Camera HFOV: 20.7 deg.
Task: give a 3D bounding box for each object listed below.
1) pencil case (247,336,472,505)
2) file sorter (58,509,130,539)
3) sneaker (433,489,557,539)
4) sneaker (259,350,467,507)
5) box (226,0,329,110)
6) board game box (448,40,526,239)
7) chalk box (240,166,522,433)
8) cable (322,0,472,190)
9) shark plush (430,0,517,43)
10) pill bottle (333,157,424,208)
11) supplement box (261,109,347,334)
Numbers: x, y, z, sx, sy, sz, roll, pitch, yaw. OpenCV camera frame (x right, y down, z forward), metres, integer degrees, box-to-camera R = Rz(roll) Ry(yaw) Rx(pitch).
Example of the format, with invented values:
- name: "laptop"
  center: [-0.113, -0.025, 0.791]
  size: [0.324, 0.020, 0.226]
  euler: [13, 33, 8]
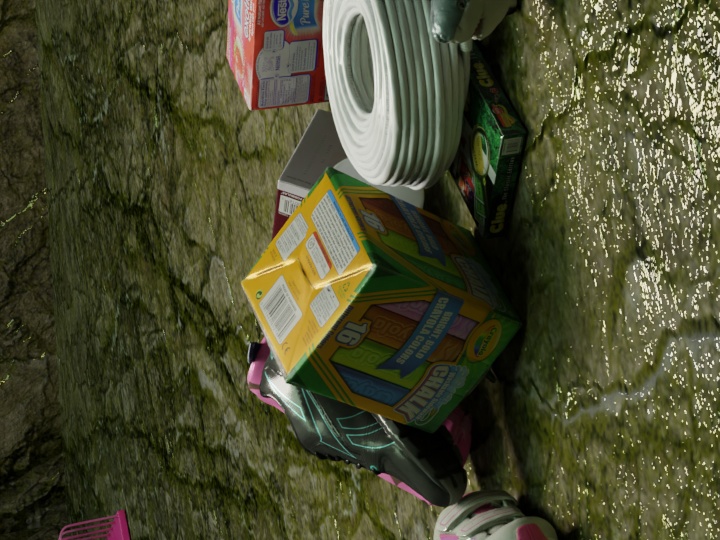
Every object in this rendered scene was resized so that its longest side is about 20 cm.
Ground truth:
- name: "pencil case"
  center: [0.003, 0.108, 1.634]
  size: [0.094, 0.199, 0.091]
  euler: [-65, -14, 23]
- name: "file sorter"
  center: [-0.485, 0.536, 3.575]
  size: [0.200, 0.124, 0.140]
  euler: [121, 138, -65]
- name: "sneaker"
  center: [0.096, 0.211, 1.522]
  size: [0.200, 0.081, 0.089]
  euler: [128, 130, -67]
- name: "sneaker"
  center: [0.001, 0.123, 1.562]
  size: [0.200, 0.075, 0.079]
  euler: [43, 110, 19]
- name: "box"
  center: [-0.063, -0.257, 1.801]
  size: [0.096, 0.099, 0.201]
  euler: [-116, 23, -45]
- name: "board game box"
  center: [0.077, -0.129, 1.527]
  size: [0.201, 0.023, 0.105]
  euler: [-114, 25, -43]
- name: "chalk box"
  center: [0.033, 0.031, 1.519]
  size: [0.124, 0.199, 0.125]
  euler: [-52, 40, 21]
- name: "cable"
  center: [0.024, -0.161, 1.530]
  size: [0.200, 0.069, 0.202]
  euler: [-127, 33, -60]
- name: "shark plush"
  center: [0.074, -0.260, 1.361]
  size: [0.091, 0.083, 0.202]
  euler: [-169, 72, -73]
- name: "pill bottle"
  center: [0.000, 0.000, 1.690]
  size: [0.201, 0.112, 0.113]
  euler: [100, 155, -48]
- name: "supplement box"
  center: [-0.040, -0.035, 1.817]
  size: [0.201, 0.060, 0.109]
  euler: [100, -168, -46]
